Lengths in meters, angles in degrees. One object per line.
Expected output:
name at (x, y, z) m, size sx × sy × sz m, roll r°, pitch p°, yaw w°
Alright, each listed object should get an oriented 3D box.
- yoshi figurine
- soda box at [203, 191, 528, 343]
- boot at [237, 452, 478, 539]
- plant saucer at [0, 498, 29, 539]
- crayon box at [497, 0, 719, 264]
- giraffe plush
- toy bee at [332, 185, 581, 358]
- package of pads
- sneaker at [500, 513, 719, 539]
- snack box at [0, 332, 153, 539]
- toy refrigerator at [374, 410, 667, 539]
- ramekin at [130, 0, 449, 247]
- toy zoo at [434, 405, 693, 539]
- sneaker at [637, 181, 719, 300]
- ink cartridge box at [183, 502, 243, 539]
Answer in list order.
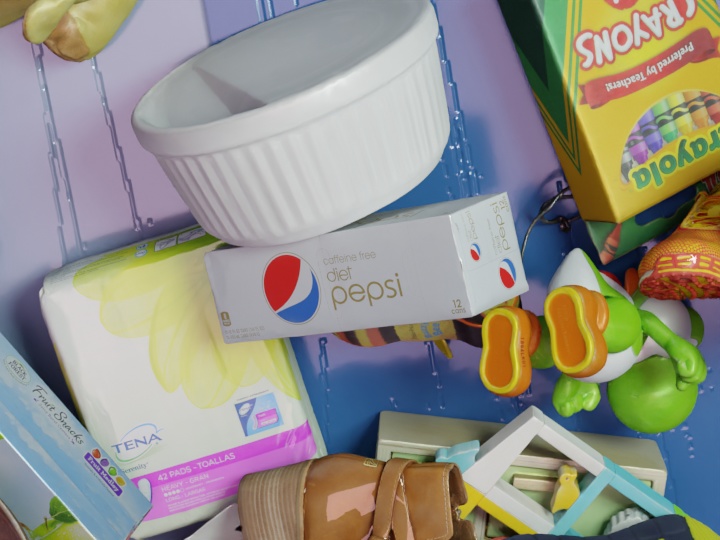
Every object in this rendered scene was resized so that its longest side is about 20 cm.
yoshi figurine at (0.167, 0.063, 1.089) m, size 0.112 × 0.200 × 0.112 m, roll 42°, pitch 113°, yaw 32°
soda box at (0.000, 0.000, 1.043) m, size 0.199 × 0.068 × 0.064 m, roll -8°, pitch 99°, yaw 38°
boot at (0.011, 0.216, 1.119) m, size 0.154 × 0.074 × 0.201 m, roll -7°, pitch 112°, yaw 20°
plant saucer at (-0.277, 0.215, 1.093) m, size 0.199 × 0.037 × 0.202 m, roll 2°, pitch 95°, yaw 26°
crayon box at (0.183, -0.118, 1.093) m, size 0.127 × 0.051 × 0.201 m, roll -28°, pitch 103°, yaw -18°
giraffe plush at (-0.184, -0.210, 1.047) m, size 0.199 × 0.162 × 0.174 m, roll 1°, pitch 103°, yaw 2°
toy bee at (0.062, 0.015, 1.112) m, size 0.199 × 0.109 × 0.131 m, roll -26°, pitch 146°, yaw 22°
package of pads at (-0.123, 0.075, 1.163) m, size 0.154 × 0.068 × 0.201 m, roll -16°, pitch 102°, yaw 4°
sneaker at (0.144, 0.215, 1.076) m, size 0.199 × 0.074 × 0.083 m, roll -2°, pitch 127°, yaw -19°
snack box at (-0.268, 0.154, 1.151) m, size 0.200 × 0.068 × 0.169 m, roll -33°, pitch 102°, yaw 34°
toy refrigerator at (0.108, 0.154, 1.174) m, size 0.199 × 0.070 × 0.076 m, roll 7°, pitch 104°, yaw 1°
ramekin at (-0.036, -0.093, 1.060) m, size 0.201 × 0.203 × 0.095 m, roll -19°, pitch 113°, yaw 6°
toy zoo at (0.131, 0.179, 1.136) m, size 0.200 × 0.020 × 0.131 m, roll 34°, pitch 109°, yaw -10°
sneaker at (0.223, -0.019, 1.075) m, size 0.073 × 0.200 × 0.078 m, roll -1°, pitch 94°, yaw 25°
ink cartridge box at (-0.119, 0.255, 1.176) m, size 0.200 × 0.117 × 0.067 m, roll -42°, pitch 60°, yaw 11°
